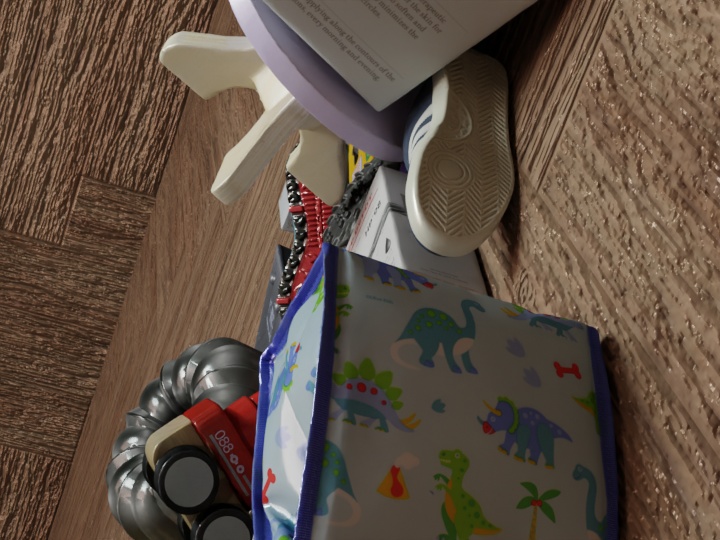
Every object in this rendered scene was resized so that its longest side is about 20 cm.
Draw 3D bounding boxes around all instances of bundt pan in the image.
[{"bbox_3d":[-0.140,0.141,1.242,0.201,0.076,0.203,-39,29,27],"label":"bundt pan"}]

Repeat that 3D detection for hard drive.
[{"bbox_3d":[-0.079,0.091,1.438,0.135,0.042,0.202,-108,29,-66],"label":"hard drive"}]

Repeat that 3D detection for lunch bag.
[{"bbox_3d":[0.035,0.111,0.750,0.201,0.168,0.128,-92,23,-45],"label":"lunch bag"}]

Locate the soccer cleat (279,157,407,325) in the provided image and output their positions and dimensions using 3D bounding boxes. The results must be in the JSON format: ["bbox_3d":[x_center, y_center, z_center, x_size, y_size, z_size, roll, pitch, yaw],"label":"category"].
[{"bbox_3d":[0.000,0.000,1.218,0.202,0.073,0.068,-64,19,12],"label":"soccer cleat"}]

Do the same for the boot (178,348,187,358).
[{"bbox_3d":[-0.172,0.199,1.491,0.169,0.075,0.202,72,-150,-52],"label":"boot"}]

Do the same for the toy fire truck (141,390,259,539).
[{"bbox_3d":[-0.044,0.152,1.121,0.199,0.177,0.129,-34,8,-12],"label":"toy fire truck"}]

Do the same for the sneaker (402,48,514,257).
[{"bbox_3d":[0.061,-0.068,1.048,0.201,0.074,0.085,-75,12,-46],"label":"sneaker"}]

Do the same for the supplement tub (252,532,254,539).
[{"bbox_3d":[-0.005,0.185,0.907,0.132,0.130,0.203,164,120,-73],"label":"supplement tub"}]

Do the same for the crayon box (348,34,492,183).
[{"bbox_3d":[0.047,-0.162,1.236,0.126,0.051,0.201,-92,23,-50],"label":"crayon box"}]

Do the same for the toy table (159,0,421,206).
[{"bbox_3d":[-0.051,-0.140,1.135,0.117,0.200,0.184,-33,15,35],"label":"toy table"}]

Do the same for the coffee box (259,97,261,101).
[{"bbox_3d":[-0.013,-0.243,1.432,0.080,0.112,0.201,-90,21,-47],"label":"coffee box"}]

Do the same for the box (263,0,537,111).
[{"bbox_3d":[0.016,-0.271,1.059,0.171,0.199,0.201,-32,32,31],"label":"box"}]

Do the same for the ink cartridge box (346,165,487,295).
[{"bbox_3d":[0.029,0.007,1.094,0.201,0.066,0.117,-100,29,-60],"label":"ink cartridge box"}]

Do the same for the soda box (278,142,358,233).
[{"bbox_3d":[-0.014,-0.128,1.400,0.064,0.067,0.202,-102,30,-62],"label":"soda box"}]

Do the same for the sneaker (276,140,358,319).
[{"bbox_3d":[-0.019,-0.018,1.337,0.095,0.078,0.203,-1,-84,-67],"label":"sneaker"}]
